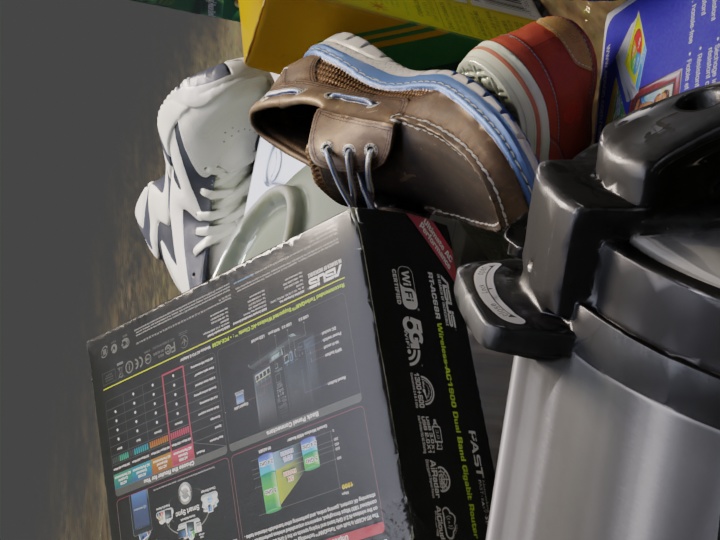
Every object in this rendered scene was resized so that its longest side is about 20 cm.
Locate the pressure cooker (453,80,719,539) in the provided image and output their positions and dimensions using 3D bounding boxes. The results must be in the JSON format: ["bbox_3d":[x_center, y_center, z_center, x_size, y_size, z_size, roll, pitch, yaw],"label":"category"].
[{"bbox_3d":[0.122,0.042,0.431,0.179,0.176,0.200,22,116,32],"label":"pressure cooker"}]

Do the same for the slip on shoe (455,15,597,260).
[{"bbox_3d":[0.084,-0.053,0.800,0.074,0.061,0.200,48,162,25],"label":"slip on shoe"}]

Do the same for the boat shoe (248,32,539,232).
[{"bbox_3d":[0.013,-0.053,0.760,0.200,0.072,0.072,32,151,56],"label":"boat shoe"}]

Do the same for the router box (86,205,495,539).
[{"bbox_3d":[-0.036,0.076,0.726,0.200,0.062,0.150,-25,66,41],"label":"router box"}]

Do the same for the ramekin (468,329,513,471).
[{"bbox_3d":[0.045,0.101,0.802,0.200,0.105,0.200,-169,90,-73],"label":"ramekin"}]

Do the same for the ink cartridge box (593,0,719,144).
[{"bbox_3d":[0.152,-0.043,0.654,0.200,0.047,0.198,153,127,-67],"label":"ink cartridge box"}]

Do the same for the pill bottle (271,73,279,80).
[{"bbox_3d":[-0.042,-0.111,1.198,0.200,0.109,0.109,135,142,-62],"label":"pill bottle"}]

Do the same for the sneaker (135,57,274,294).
[{"bbox_3d":[-0.078,-0.034,1.018,0.130,0.079,0.199,60,143,19],"label":"sneaker"}]

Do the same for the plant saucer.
[{"bbox_3d":[-0.042,0.012,0.849,0.200,0.050,0.200,-51,24,34],"label":"plant saucer"}]

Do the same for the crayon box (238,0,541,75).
[{"bbox_3d":[0.003,-0.143,0.901,0.127,0.200,0.051,-100,26,-60],"label":"crayon box"}]

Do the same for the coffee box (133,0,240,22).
[{"bbox_3d":[-0.056,-0.206,1.148,0.123,0.200,0.044,166,112,-70],"label":"coffee box"}]

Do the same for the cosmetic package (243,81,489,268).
[{"bbox_3d":[0.000,0.000,0.951,0.151,0.052,0.200,14,94,31],"label":"cosmetic package"}]
